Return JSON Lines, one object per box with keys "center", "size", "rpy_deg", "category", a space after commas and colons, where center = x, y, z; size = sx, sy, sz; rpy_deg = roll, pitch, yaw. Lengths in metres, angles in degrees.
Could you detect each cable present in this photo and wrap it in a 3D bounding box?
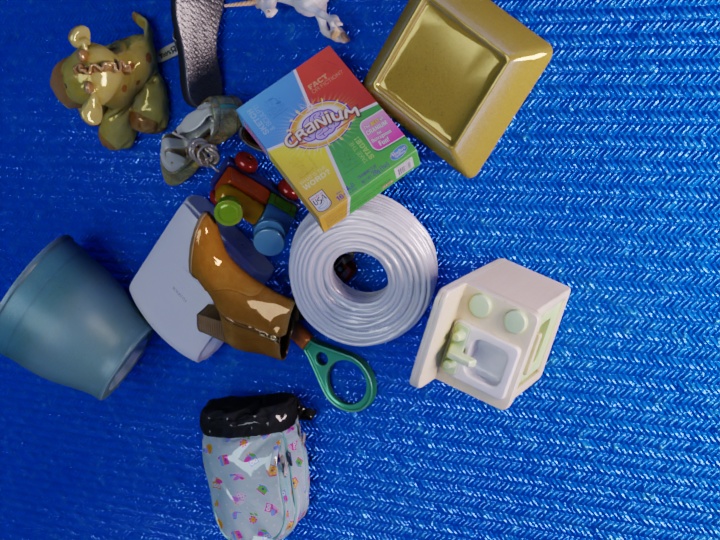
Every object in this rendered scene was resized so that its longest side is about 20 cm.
{"center": [0.000, 0.000, 1.636], "size": [0.199, 0.069, 0.201], "rpy_deg": [-29, 105, 24], "category": "cable"}

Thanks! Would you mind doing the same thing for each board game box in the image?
{"center": [-0.043, -0.169, 1.597], "size": [0.152, 0.040, 0.200], "rpy_deg": [-36, 66, -6], "category": "board game box"}

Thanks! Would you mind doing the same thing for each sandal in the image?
{"center": [-0.229, -0.324, 1.721], "size": [0.043, 0.076, 0.202], "rpy_deg": [19, 110, 52], "category": "sandal"}

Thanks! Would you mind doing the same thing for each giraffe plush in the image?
{"center": [-0.356, -0.262, 1.745], "size": [0.200, 0.162, 0.173], "rpy_deg": [-39, 81, 29], "category": "giraffe plush"}

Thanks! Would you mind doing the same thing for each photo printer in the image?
{"center": [-0.235, 0.019, 1.794], "size": [0.166, 0.069, 0.200], "rpy_deg": [45, 117, 13], "category": "photo printer"}

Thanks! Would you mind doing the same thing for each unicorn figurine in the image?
{"center": [-0.056, -0.362, 1.623], "size": [0.200, 0.074, 0.138], "rpy_deg": [-46, 68, 14], "category": "unicorn figurine"}

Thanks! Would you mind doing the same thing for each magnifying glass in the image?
{"center": [-0.058, 0.116, 1.748], "size": [0.200, 0.022, 0.080], "rpy_deg": [44, 117, 14], "category": "magnifying glass"}

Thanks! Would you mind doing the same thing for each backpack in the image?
{"center": [-0.147, 0.283, 1.772], "size": [0.165, 0.126, 0.202], "rpy_deg": [-4, 102, 25], "category": "backpack"}

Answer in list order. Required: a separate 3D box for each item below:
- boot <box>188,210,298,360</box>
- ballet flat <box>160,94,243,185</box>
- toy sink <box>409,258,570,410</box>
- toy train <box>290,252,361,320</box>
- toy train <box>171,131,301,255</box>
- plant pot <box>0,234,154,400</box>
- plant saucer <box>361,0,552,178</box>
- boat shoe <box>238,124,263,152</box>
{"center": [-0.151, 0.021, 1.675], "size": [0.143, 0.071, 0.203], "rpy_deg": [13, 125, 18], "category": "boot"}
{"center": [-0.236, -0.181, 1.737], "size": [0.199, 0.070, 0.071], "rpy_deg": [-33, 84, 40], "category": "ballet flat"}
{"center": [0.163, 0.080, 1.518], "size": [0.111, 0.200, 0.131], "rpy_deg": [24, 110, 22], "category": "toy sink"}
{"center": [-0.030, -0.003, 1.700], "size": [0.046, 0.034, 0.200], "rpy_deg": [46, 118, 8], "category": "toy train"}
{"center": [-0.176, -0.102, 1.668], "size": [0.199, 0.116, 0.085], "rpy_deg": [31, 118, -16], "category": "toy train"}
{"center": [-0.413, 0.083, 1.843], "size": [0.187, 0.200, 0.201], "rpy_deg": [35, 116, 2], "category": "plant pot"}
{"center": [0.106, -0.248, 1.566], "size": [0.200, 0.048, 0.201], "rpy_deg": [40, 116, 16], "category": "plant saucer"}
{"center": [-0.067, -0.176, 1.665], "size": [0.198, 0.067, 0.073], "rpy_deg": [10, 104, 25], "category": "boat shoe"}
